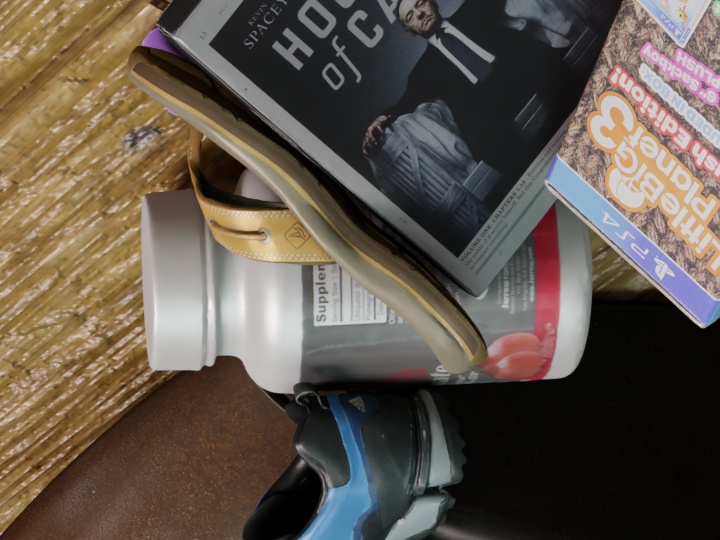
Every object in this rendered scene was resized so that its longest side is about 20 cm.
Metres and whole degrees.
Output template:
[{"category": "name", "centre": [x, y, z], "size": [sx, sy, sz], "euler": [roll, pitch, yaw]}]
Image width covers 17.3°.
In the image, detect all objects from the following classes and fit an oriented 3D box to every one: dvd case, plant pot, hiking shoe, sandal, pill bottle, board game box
[{"category": "dvd case", "centre": [0.031, -0.100, 0.977], "size": [0.151, 0.025, 0.200], "euler": [-51, 127, 0]}, {"category": "plant pot", "centre": [-0.073, 0.132, 1.205], "size": [0.186, 0.187, 0.200], "euler": [20, 118, -31]}, {"category": "hiking shoe", "centre": [-0.020, 0.138, 1.110], "size": [0.086, 0.074, 0.201], "euler": [9, 113, -19]}, {"category": "plant pot", "centre": [0.094, 0.132, 1.222], "size": [0.176, 0.200, 0.200], "euler": [14, 137, -9]}, {"category": "sandal", "centre": [-0.030, -0.019, 1.006], "size": [0.200, 0.080, 0.054], "euler": [44, 97, -2]}, {"category": "pill bottle", "centre": [0.000, 0.000, 1.094], "size": [0.199, 0.111, 0.111], "euler": [-2, 141, -8]}, {"category": "board game box", "centre": [0.186, -0.102, 0.960], "size": [0.159, 0.097, 0.200], "euler": [-30, 154, -37]}]

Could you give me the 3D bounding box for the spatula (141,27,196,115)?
[{"category": "spatula", "centre": [0.000, -0.109, 1.031], "size": [0.199, 0.021, 0.057], "euler": [-17, 135, 8]}]
